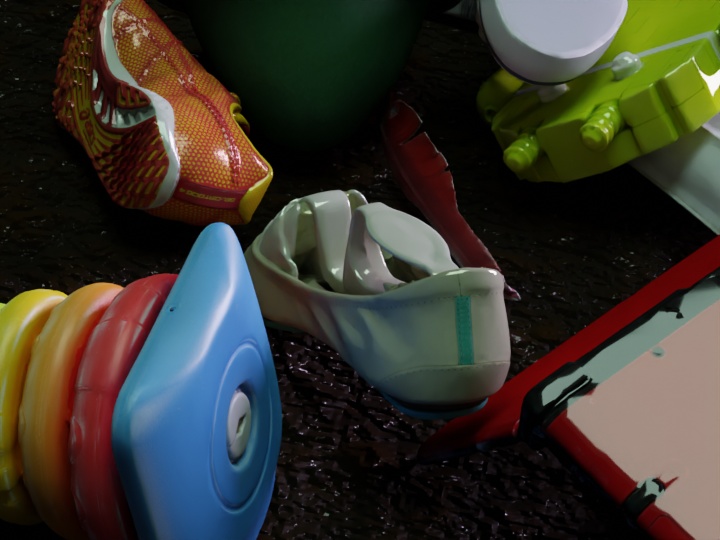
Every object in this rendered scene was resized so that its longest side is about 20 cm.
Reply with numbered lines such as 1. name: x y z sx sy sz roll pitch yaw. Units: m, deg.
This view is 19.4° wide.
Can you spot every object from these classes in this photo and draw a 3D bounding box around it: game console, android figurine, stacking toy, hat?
1. game console: 0.149 0.048 0.795 0.200 0.119 0.172 -33 62 -23
2. android figurine: 0.139 -0.104 1.042 0.182 0.041 0.200 -13 23 43
3. stacking toy: -0.136 0.050 0.771 0.199 0.110 0.116 3 41 17
4. hat: -0.025 -0.064 1.037 0.165 0.177 0.200 1 -7 -9

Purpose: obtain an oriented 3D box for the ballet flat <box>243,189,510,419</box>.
1. ballet flat: 0.000 0.000 0.843 0.069 0.070 0.200 -10 18 -26

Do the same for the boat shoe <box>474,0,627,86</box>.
1. boat shoe: 0.088 -0.140 1.054 0.071 0.070 0.200 18 38 -8

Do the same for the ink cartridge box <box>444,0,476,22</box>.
1. ink cartridge box: 0.079 -0.208 1.227 0.199 0.083 0.147 17 32 16

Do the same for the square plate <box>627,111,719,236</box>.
1. square plate: 0.230 -0.085 1.010 0.199 0.029 0.198 -21 22 -6

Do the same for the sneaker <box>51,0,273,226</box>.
1. sneaker: -0.099 -0.078 1.017 0.077 0.073 0.200 15 29 -31
